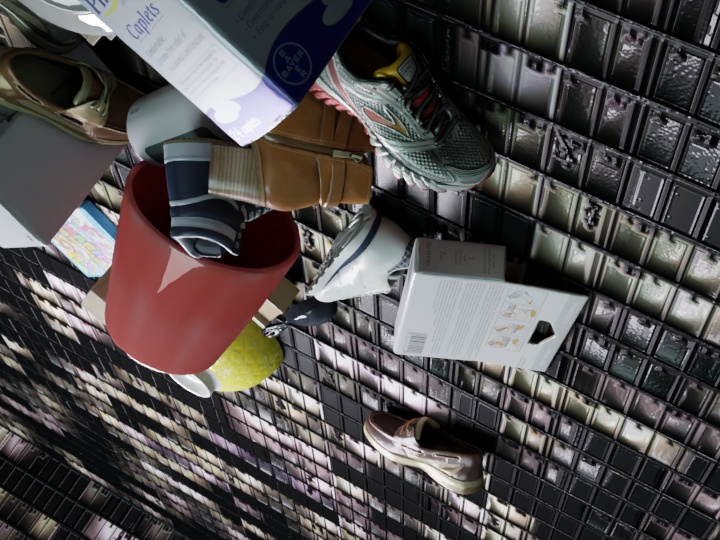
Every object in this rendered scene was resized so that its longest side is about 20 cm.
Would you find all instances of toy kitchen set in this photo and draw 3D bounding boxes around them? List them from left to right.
[{"bbox_3d":[-0.221,0.039,1.477,0.199,0.181,0.163,41,155,-8],"label":"toy kitchen set"}]

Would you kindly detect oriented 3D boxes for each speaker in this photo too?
[{"bbox_3d":[-0.158,-0.159,1.179,0.081,0.082,0.199,45,152,-24],"label":"speaker"}]

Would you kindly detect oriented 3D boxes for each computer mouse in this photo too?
[{"bbox_3d":[-0.080,0.066,1.499,0.035,0.058,0.200,67,154,5],"label":"computer mouse"}]

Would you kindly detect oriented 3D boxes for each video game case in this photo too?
[{"bbox_3d":[-0.403,-0.044,1.740,0.198,0.018,0.143,-1,137,50],"label":"video game case"}]

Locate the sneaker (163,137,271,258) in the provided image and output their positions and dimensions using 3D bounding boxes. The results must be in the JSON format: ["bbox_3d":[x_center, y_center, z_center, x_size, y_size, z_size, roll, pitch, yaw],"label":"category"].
[{"bbox_3d":[-0.110,-0.065,1.151,0.069,0.111,0.198,-5,175,44],"label":"sneaker"}]

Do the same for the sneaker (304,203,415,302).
[{"bbox_3d":[0.000,0.000,1.282,0.080,0.077,0.200,27,157,-11],"label":"sneaker"}]

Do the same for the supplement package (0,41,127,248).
[{"bbox_3d":[-0.354,-0.137,1.305,0.116,0.201,0.118,0,140,48],"label":"supplement package"}]

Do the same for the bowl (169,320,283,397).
[{"bbox_3d":[-0.221,0.117,1.700,0.198,0.108,0.201,26,153,14],"label":"bowl"}]

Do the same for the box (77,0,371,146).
[{"bbox_3d":[-0.091,-0.233,0.846,0.199,0.185,0.105,40,155,-15],"label":"box"}]

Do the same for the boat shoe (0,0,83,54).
[{"bbox_3d":[-0.353,-0.304,1.181,0.199,0.075,0.073,35,146,-24],"label":"boat shoe"}]

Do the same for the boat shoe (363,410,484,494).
[{"bbox_3d":[0.087,0.228,1.595,0.199,0.072,0.073,27,126,39],"label":"boat shoe"}]

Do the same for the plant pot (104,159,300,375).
[{"bbox_3d":[-0.188,0.002,1.287,0.199,0.201,0.179,32,122,3],"label":"plant pot"}]

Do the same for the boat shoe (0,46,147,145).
[{"bbox_3d":[-0.296,-0.182,1.230,0.198,0.077,0.073,12,171,-37],"label":"boat shoe"}]

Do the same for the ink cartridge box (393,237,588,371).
[{"bbox_3d":[0.130,0.040,1.225,0.173,0.045,0.201,7,153,-2],"label":"ink cartridge box"}]

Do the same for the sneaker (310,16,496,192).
[{"bbox_3d":[0.033,-0.141,0.984,0.199,0.078,0.082,37,153,-6],"label":"sneaker"}]

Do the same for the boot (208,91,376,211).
[{"bbox_3d":[-0.054,-0.153,1.051,0.152,0.204,0.077,4,-172,-7],"label":"boot"}]

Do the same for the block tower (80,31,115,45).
[{"bbox_3d":[-0.303,-0.304,1.126,0.200,0.054,0.058,42,154,-16],"label":"block tower"}]

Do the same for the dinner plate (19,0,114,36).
[{"bbox_3d":[-0.266,-0.296,1.054,0.197,0.024,0.202,11,133,12],"label":"dinner plate"}]
